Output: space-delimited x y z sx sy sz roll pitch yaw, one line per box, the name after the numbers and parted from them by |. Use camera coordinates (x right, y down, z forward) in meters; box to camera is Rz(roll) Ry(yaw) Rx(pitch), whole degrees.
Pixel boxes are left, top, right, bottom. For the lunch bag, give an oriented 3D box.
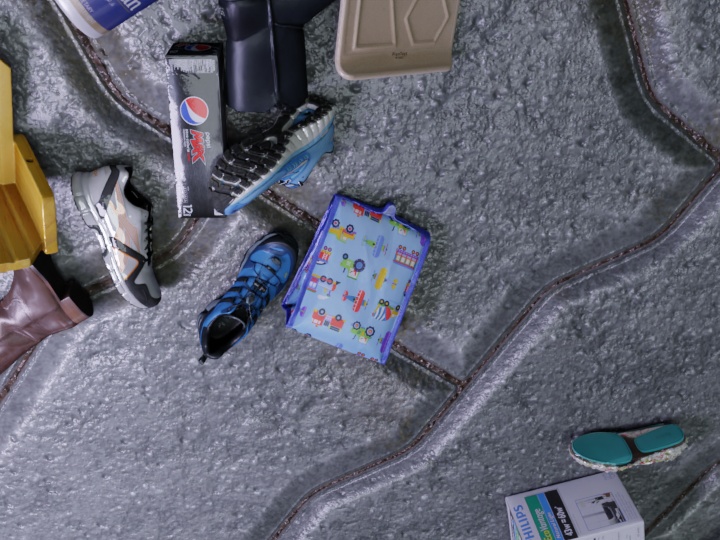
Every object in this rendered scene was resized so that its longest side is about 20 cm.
0.000 0.000 1.148 0.148 0.094 0.203 22 102 -16 | lunch bag

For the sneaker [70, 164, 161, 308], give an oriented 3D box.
-0.293 -0.041 1.081 0.079 0.074 0.203 -19 118 -1 | sneaker

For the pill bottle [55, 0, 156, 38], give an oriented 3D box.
-0.238 -0.350 0.911 0.198 0.112 0.112 -30 118 7 | pill bottle

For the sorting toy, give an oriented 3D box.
0.048 -0.330 0.976 0.183 0.036 0.203 -15 121 -37 | sorting toy

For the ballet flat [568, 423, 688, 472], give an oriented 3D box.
0.433 0.297 1.371 0.196 0.076 0.065 -6 134 -2 | ballet flat

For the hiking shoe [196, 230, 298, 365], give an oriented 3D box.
-0.146 0.040 1.136 0.074 0.087 0.201 32 108 -22 | hiking shoe

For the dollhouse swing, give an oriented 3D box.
-0.448 -0.117 0.928 0.198 0.183 0.177 -13 144 -36 | dollhouse swing

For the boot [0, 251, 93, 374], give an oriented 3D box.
-0.481 0.042 1.104 0.198 0.065 0.188 -28 115 11 | boot

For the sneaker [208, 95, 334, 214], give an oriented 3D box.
-0.097 -0.125 1.034 0.199 0.078 0.091 -41 139 -24 | sneaker

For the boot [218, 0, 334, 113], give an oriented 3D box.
-0.075 -0.282 0.996 0.197 0.077 0.170 -21 136 -20 | boot

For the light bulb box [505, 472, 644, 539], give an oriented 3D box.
0.359 0.468 1.412 0.196 0.125 0.201 -13 119 -2 | light bulb box

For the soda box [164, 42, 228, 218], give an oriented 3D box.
-0.195 -0.169 1.031 0.062 0.071 0.203 0 116 -3 | soda box
